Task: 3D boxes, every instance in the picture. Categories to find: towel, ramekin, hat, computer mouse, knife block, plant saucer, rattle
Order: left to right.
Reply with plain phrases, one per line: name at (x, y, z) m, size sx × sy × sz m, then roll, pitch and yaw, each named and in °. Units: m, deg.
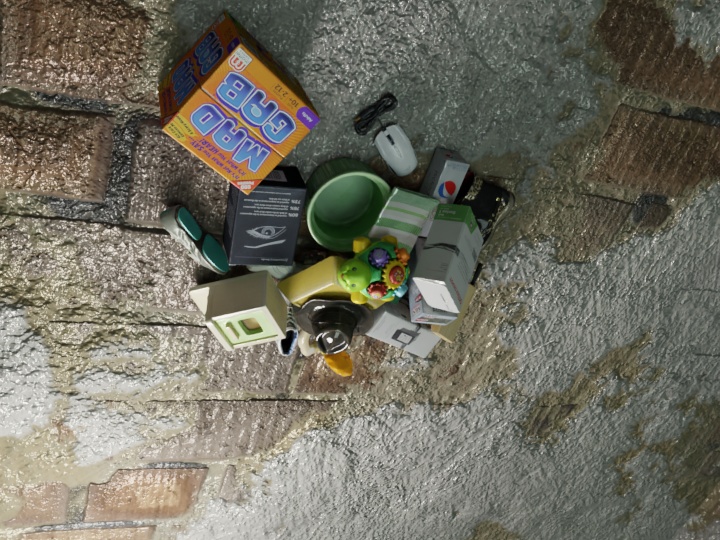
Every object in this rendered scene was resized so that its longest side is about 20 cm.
rattle at (-0.077, 0.149, 1.669) m, size 0.129 × 0.143 × 0.201 m, roll -5°, pitch 130°, yaw -28°
hat at (-0.062, 0.142, 1.548) m, size 0.199 × 0.081 × 0.201 m, roll 2°, pitch 149°, yaw 1°
plant saucer at (-0.058, 0.059, 1.536) m, size 0.199 × 0.049 × 0.199 m, roll -25°, pitch 138°, yaw 37°
ramekin at (-0.032, -0.151, 1.504) m, size 0.198 × 0.098 × 0.201 m, roll -10°, pitch 127°, yaw -14°
computer mouse at (0.073, -0.280, 1.485) m, size 0.109 × 0.044 × 0.200 m, roll -35°, pitch 129°, yaw 5°
towel at (0.082, -0.086, 1.525) m, size 0.152 × 0.023 × 0.201 m, roll 7°, pitch 120°, yaw -45°
knife block at (0.246, 0.056, 1.701) m, size 0.064 × 0.201 × 0.175 m, roll 32°, pitch 123°, yaw -33°

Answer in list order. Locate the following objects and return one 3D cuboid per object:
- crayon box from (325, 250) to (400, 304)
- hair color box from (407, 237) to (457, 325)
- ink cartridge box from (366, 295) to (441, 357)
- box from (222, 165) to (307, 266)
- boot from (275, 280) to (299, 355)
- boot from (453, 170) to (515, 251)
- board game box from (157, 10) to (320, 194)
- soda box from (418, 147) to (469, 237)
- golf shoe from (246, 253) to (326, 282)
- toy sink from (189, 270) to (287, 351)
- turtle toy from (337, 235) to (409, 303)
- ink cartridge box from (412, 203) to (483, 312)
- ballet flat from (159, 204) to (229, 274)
crayon box at (0.000, 0.000, 1.605) m, size 0.199 × 0.126 × 0.052 m, roll 26°, pitch 106°, yaw -32°
hair color box at (0.168, 0.026, 1.641) m, size 0.098 × 0.202 × 0.061 m, roll 8°, pitch 152°, yaw -25°
ink cartridge box at (0.093, 0.121, 1.716) m, size 0.199 × 0.146 × 0.084 m, roll 25°, pitch 114°, yaw -33°
box at (-0.210, -0.118, 1.458) m, size 0.147 × 0.105 × 0.201 m, roll 2°, pitch 124°, yaw -22°
boot at (-0.170, 0.109, 1.641) m, size 0.073 × 0.096 × 0.201 m, roll -2°, pitch 123°, yaw -18°
boot at (0.268, -0.134, 1.644) m, size 0.150 × 0.073 × 0.200 m, roll 27°, pitch 108°, yaw -35°
board game box at (-0.228, -0.309, 1.250) m, size 0.200 × 0.200 × 0.200 m, roll -43°, pitch 127°, yaw 13°
soda box at (0.179, -0.178, 1.582) m, size 0.063 × 0.068 × 0.201 m, roll 7°, pitch 121°, yaw -25°
golf shoe at (-0.169, 0.012, 1.566) m, size 0.198 × 0.078 × 0.098 m, roll 3°, pitch 106°, yaw -20°
toy sink at (-0.281, 0.100, 1.540) m, size 0.198 × 0.113 × 0.131 m, roll -11°, pitch 139°, yaw 10°
turtle toy at (0.031, 0.004, 1.432) m, size 0.199 × 0.101 × 0.147 m, roll -5°, pitch 102°, yaw -37°
ink cartridge box at (0.201, -0.027, 1.534) m, size 0.201 × 0.084 × 0.146 m, roll -67°, pitch 149°, yaw -23°
ballet flat at (-0.363, -0.063, 1.478) m, size 0.063 × 0.068 × 0.200 m, roll -13°, pitch 133°, yaw 24°
